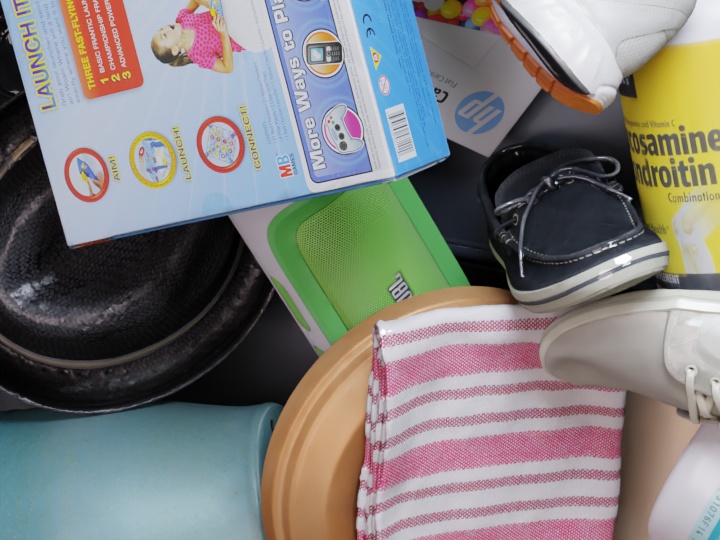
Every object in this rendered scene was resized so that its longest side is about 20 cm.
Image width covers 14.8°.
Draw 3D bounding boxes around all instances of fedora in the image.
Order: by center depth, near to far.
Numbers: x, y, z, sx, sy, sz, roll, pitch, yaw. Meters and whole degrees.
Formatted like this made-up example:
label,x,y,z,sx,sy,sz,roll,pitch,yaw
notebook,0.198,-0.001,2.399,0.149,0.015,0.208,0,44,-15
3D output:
label,x,y,z,sx,sy,sz,roll,pitch,yaw
fedora,-0.130,-0.017,1.447,0.200,0.092,0.201,0,92,-7

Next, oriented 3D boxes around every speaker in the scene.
label,x,y,z,sx,sy,sz,roll,pitch,yaw
speaker,0.000,0.000,1.436,0.088,0.089,0.200,-15,125,26

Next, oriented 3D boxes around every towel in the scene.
label,x,y,z,sx,sy,sz,roll,pitch,yaw
towel,0.070,0.110,1.406,0.030,0.146,0.201,-137,45,-56

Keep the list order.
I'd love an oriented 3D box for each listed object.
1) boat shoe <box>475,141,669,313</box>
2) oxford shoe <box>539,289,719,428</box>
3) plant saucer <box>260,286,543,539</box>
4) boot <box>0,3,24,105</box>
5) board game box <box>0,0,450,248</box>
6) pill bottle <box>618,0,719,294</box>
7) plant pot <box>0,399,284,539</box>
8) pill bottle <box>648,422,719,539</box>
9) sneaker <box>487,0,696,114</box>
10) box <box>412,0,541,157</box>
label,x,y,z,sx,sy,sz,roll,pitch,yaw
boat shoe,0.099,-0.024,1.373,0.074,0.200,0.062,-21,104,-5
oxford shoe,0.180,0.049,1.326,0.199,0.075,0.058,3,61,19
plant saucer,0.047,0.107,1.432,0.037,0.200,0.201,44,125,58
boot,-0.151,-0.093,1.530,0.168,0.076,0.200,-43,76,30
board game box,-0.075,-0.126,1.317,0.195,0.056,0.201,-10,97,33
pill bottle,0.183,-0.088,1.355,0.112,0.112,0.201,-7,102,26
plant pot,-0.117,0.156,1.514,0.187,0.200,0.201,-14,95,15
pill bottle,0.252,0.143,1.381,0.200,0.111,0.111,34,113,15
sneaker,0.078,-0.173,1.294,0.092,0.076,0.200,-37,87,-8
box,0.056,-0.168,1.389,0.156,0.041,0.200,23,119,-29
